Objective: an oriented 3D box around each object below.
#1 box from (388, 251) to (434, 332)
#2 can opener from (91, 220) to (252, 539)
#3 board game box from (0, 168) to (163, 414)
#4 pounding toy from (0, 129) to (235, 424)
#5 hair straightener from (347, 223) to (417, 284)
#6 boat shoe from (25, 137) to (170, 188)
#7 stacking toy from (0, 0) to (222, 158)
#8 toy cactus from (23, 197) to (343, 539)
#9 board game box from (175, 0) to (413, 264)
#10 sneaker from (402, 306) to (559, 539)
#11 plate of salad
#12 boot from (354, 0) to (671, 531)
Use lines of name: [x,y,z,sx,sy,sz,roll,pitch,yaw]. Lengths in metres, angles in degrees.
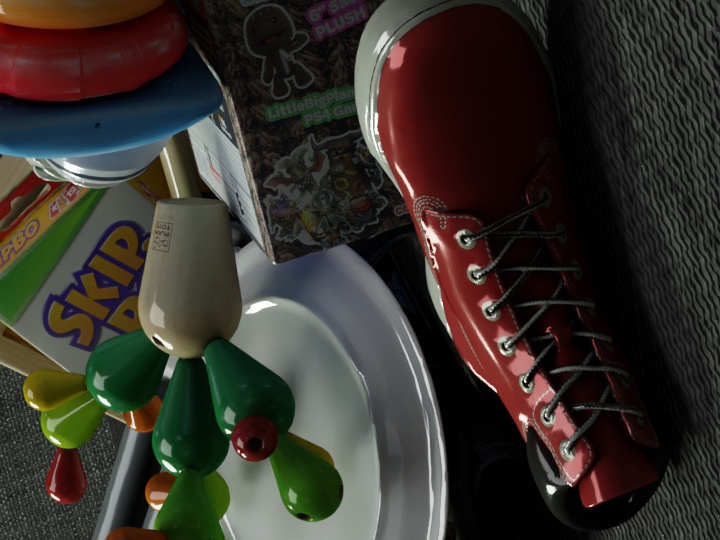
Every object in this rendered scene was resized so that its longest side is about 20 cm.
box: [0.020,0.088,1.476,0.137,0.040,0.200,-117,13,-47]
can opener: [-0.081,0.073,1.406,0.053,0.066,0.200,31,112,28]
board game box: [-0.109,0.018,1.425,0.200,0.096,0.030,42,-170,-37]
pounding toy: [-0.105,-0.027,1.479,0.184,0.200,0.142,28,-164,-28]
hair straightener: [0.000,0.000,1.324,0.041,0.077,0.200,38,165,-13]
boat shoe: [-0.126,-0.072,1.309,0.200,0.073,0.067,-105,26,-64]
stacking toy: [-0.121,-0.155,1.124,0.110,0.116,0.201,-128,34,-56]
toy cactus: [-0.084,0.052,1.244,0.200,0.102,0.166,13,104,59]
board game box: [-0.034,-0.126,1.220,0.159,0.097,0.201,-133,27,-68]
sneaker: [0.050,0.085,1.279,0.200,0.076,0.088,67,149,29]
plate of salad: [-0.015,0.080,1.270,0.200,0.048,0.201,10,102,53]
boot: [0.062,0.001,1.004,0.200,0.072,0.144,71,174,-49]
